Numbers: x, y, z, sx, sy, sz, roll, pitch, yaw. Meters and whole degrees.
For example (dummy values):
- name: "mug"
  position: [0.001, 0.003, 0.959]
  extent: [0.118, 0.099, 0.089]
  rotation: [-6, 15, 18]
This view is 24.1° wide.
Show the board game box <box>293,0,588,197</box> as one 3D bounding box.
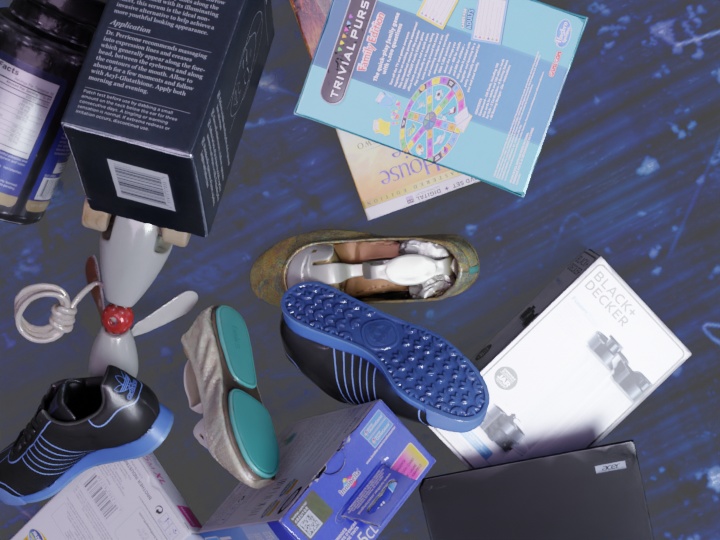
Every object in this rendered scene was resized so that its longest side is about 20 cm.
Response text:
- name: "board game box"
  position: [0.065, -0.165, 1.362]
  extent: [0.199, 0.047, 0.152]
  rotation: [20, 99, 4]

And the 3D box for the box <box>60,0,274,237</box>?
- name: "box"
  position: [-0.146, -0.154, 1.331]
  extent: [0.107, 0.149, 0.201]
  rotation: [15, 67, 6]

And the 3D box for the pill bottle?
- name: "pill bottle"
  position: [-0.280, -0.148, 1.408]
  extent: [0.111, 0.112, 0.201]
  rotation: [26, 100, 3]

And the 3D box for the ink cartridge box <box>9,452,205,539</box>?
- name: "ink cartridge box"
  position: [-0.238, 0.251, 1.475]
  extent: [0.200, 0.042, 0.119]
  rotation: [-43, 64, 9]

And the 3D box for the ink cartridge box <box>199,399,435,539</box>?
- name: "ink cartridge box"
  position: [-0.031, 0.182, 1.358]
  extent: [0.076, 0.200, 0.137]
  rotation: [46, 62, -10]

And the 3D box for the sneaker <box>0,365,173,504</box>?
- name: "sneaker"
  position: [-0.255, 0.135, 1.434]
  extent: [0.199, 0.070, 0.078]
  rotation: [-25, 124, 27]

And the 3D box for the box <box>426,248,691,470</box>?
- name: "box"
  position: [0.160, 0.092, 1.395]
  extent: [0.200, 0.060, 0.117]
  rotation: [-43, 96, 2]

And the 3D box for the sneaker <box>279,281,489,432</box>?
- name: "sneaker"
  position: [0.018, 0.083, 1.376]
  extent: [0.200, 0.070, 0.078]
  rotation: [31, 145, 24]

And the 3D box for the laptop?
- name: "laptop"
  position: [0.155, 0.228, 1.395]
  extent: [0.176, 0.200, 0.104]
  rotation: [-11, 69, 9]

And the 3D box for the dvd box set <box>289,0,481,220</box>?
- name: "dvd box set"
  position: [0.040, -0.159, 1.407]
  extent: [0.146, 0.029, 0.201]
  rotation: [-18, 95, 9]

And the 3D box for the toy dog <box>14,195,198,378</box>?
- name: "toy dog"
  position: [-0.196, -0.006, 1.443]
  extent: [0.132, 0.096, 0.200]
  rotation: [34, 114, -6]

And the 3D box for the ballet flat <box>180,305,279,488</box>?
- name: "ballet flat"
  position: [-0.112, 0.115, 1.404]
  extent: [0.062, 0.200, 0.067]
  rotation: [-38, 129, 21]

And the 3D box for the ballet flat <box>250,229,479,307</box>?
- name: "ballet flat"
  position: [0.000, 0.000, 1.417]
  extent: [0.199, 0.071, 0.071]
  rotation: [-3, 98, 8]
